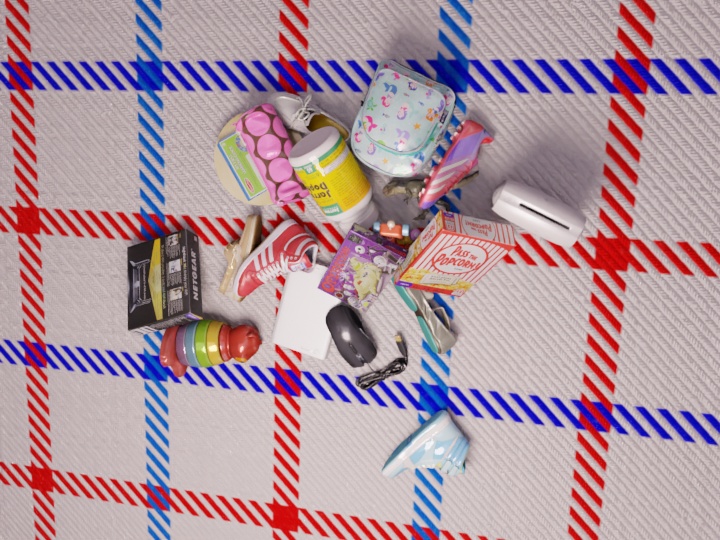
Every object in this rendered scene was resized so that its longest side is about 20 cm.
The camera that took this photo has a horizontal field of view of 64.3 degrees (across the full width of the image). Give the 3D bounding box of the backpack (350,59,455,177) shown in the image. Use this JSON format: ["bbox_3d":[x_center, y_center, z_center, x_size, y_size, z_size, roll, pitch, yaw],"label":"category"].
[{"bbox_3d":[0.076,-0.281,1.104,0.177,0.151,0.201,28,108,5],"label":"backpack"}]

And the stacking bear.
[{"bbox_3d":[-0.321,0.164,1.269,0.199,0.122,0.114,-4,62,5],"label":"stacking bear"}]

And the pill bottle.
[{"bbox_3d":[-0.046,-0.170,1.130,0.112,0.113,0.200,-25,121,14],"label":"pill bottle"}]

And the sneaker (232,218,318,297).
[{"bbox_3d":[-0.172,-0.004,1.196,0.112,0.071,0.200,38,87,28],"label":"sneaker"}]

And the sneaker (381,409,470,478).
[{"bbox_3d":[0.148,0.408,1.221,0.131,0.080,0.200,46,105,3],"label":"sneaker"}]

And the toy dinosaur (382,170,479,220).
[{"bbox_3d":[0.143,-0.148,1.158,0.199,0.047,0.089,-5,91,9],"label":"toy dinosaur"}]

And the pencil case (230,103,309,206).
[{"bbox_3d":[-0.177,-0.228,1.158,0.093,0.091,0.201,-29,93,-23],"label":"pencil case"}]

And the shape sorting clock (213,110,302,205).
[{"bbox_3d":[-0.214,-0.240,1.219,0.199,0.039,0.201,0,93,1],"label":"shape sorting clock"}]

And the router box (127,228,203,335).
[{"bbox_3d":[-0.431,0.025,1.257,0.156,0.052,0.201,-15,68,14],"label":"router box"}]

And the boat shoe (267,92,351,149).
[{"bbox_3d":[-0.104,-0.307,1.155,0.201,0.086,0.075,33,86,4],"label":"boat shoe"}]

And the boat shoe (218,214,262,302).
[{"bbox_3d":[-0.265,-0.031,1.244,0.069,0.074,0.201,17,102,3],"label":"boat shoe"}]

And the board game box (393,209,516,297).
[{"bbox_3d":[0.171,-0.026,1.079,0.151,0.047,0.200,10,146,-18],"label":"board game box"}]

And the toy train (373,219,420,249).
[{"bbox_3d":[0.125,-0.054,1.120,0.199,0.150,0.056,6,86,6],"label":"toy train"}]

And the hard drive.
[{"bbox_3d":[-0.111,0.081,1.254,0.131,0.026,0.201,17,101,9],"label":"hard drive"}]

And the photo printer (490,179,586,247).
[{"bbox_3d":[0.319,-0.107,1.046,0.166,0.200,0.070,28,103,6],"label":"photo printer"}]

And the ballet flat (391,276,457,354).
[{"bbox_3d":[0.135,0.078,1.191,0.063,0.067,0.201,-31,92,-13],"label":"ballet flat"}]

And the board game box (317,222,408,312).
[{"bbox_3d":[0.000,0.000,1.141,0.120,0.032,0.200,30,138,-3],"label":"board game box"}]

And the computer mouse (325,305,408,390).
[{"bbox_3d":[0.016,0.157,1.215,0.140,0.046,0.201,-23,101,11],"label":"computer mouse"}]

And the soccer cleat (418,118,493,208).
[{"bbox_3d":[0.183,-0.199,1.112,0.076,0.067,0.201,31,84,-2],"label":"soccer cleat"}]
